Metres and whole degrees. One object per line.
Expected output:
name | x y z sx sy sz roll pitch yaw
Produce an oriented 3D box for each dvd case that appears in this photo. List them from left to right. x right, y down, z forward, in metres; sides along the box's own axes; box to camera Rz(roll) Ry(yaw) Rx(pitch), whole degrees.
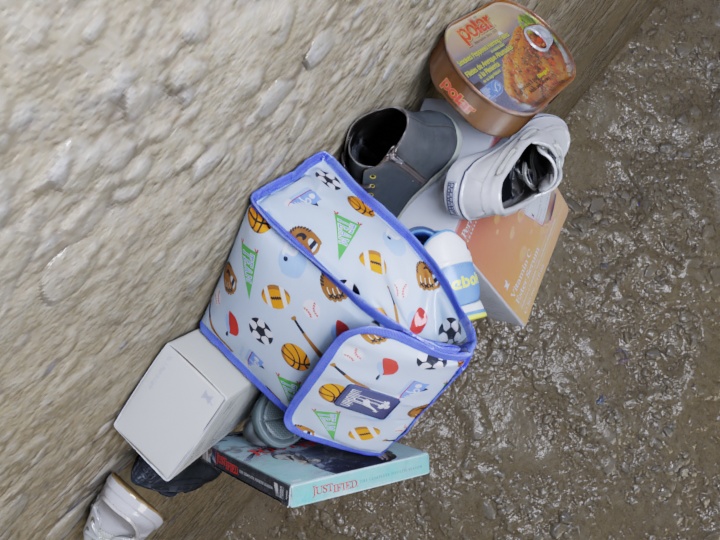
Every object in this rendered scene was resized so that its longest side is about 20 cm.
dvd case | -0.051 0.172 0.706 0.143 0.023 0.198 -3 180 -33

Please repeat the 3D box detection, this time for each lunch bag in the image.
lunch bag | -0.019 0.043 0.615 0.124 0.199 0.171 -40 169 -44

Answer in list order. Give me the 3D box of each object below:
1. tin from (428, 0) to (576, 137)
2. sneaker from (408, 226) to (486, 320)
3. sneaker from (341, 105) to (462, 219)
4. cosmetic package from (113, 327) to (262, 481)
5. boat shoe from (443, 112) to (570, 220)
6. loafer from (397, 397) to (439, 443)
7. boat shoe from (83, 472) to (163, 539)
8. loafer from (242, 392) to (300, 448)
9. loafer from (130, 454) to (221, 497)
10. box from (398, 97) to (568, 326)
tin | 0.135 -0.193 0.714 0.199 0.113 0.042 -40 179 -46
sneaker | 0.051 -0.001 0.697 0.072 0.085 0.199 -17 -170 -19
sneaker | -0.004 -0.074 0.694 0.200 0.075 0.105 -48 156 24
cosmetic package | -0.130 0.102 0.722 0.104 0.073 0.200 -52 171 17
boat shoe | 0.155 -0.098 0.703 0.198 0.065 0.074 -26 118 -44
loafer | 0.057 0.099 0.793 0.202 0.070 0.073 -55 -151 11
boat shoe | -0.254 0.268 0.795 0.069 0.070 0.201 -46 172 -30
loafer | -0.042 0.095 0.746 0.199 0.073 0.062 -41 -172 -37
loafer | -0.207 0.218 0.862 0.070 0.068 0.201 -39 165 -8
box | 0.124 -0.058 0.812 0.200 0.105 0.155 41 69 -48
